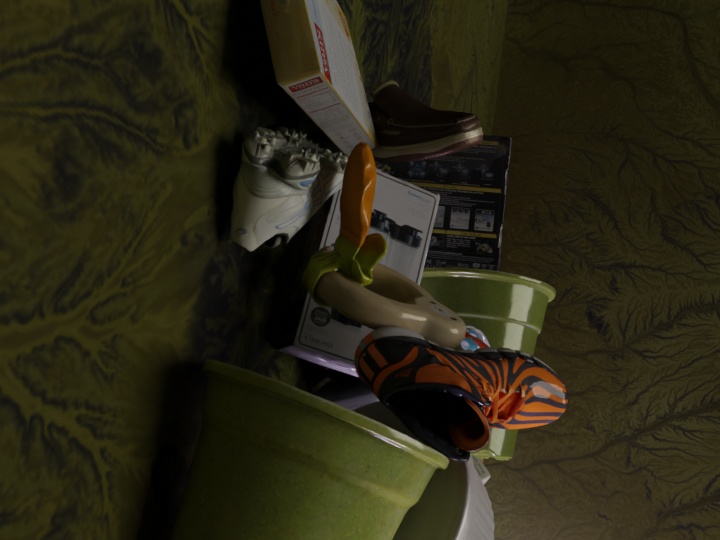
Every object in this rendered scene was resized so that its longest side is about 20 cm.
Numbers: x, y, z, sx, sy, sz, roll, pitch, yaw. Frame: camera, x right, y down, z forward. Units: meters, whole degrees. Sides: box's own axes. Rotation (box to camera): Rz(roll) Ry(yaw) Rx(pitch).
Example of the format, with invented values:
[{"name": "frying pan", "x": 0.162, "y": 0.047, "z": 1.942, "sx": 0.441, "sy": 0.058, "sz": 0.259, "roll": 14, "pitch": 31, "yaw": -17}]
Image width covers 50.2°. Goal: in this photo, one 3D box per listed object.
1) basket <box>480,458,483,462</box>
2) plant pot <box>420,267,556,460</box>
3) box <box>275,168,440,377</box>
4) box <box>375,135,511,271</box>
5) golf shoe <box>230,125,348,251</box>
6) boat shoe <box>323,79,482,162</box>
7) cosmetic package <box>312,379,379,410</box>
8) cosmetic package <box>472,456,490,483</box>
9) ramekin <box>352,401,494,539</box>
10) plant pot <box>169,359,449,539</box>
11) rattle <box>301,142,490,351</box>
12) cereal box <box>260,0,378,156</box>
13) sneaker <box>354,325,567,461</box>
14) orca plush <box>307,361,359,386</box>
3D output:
[{"name": "basket", "x": 0.056, "y": 0.286, "z": 1.005, "sx": 0.143, "sy": 0.199, "sz": 0.149, "roll": -68, "pitch": 161, "yaw": -54}, {"name": "plant pot", "x": 0.113, "y": 0.112, "z": 0.866, "sx": 0.200, "sy": 0.199, "sz": 0.191, "roll": 48, "pitch": 46, "yaw": -72}, {"name": "box", "x": 0.000, "y": 0.000, "z": 0.779, "sx": 0.060, "sy": 0.116, "sz": 0.201, "roll": -25, "pitch": -132, "yaw": 65}, {"name": "box", "x": 0.064, "y": -0.077, "z": 0.874, "sx": 0.049, "sy": 0.199, "sz": 0.162, "roll": -31, "pitch": 125, "yaw": -80}, {"name": "golf shoe", "x": -0.064, "y": -0.070, "z": 0.671, "sx": 0.097, "sy": 0.078, "sz": 0.200, "roll": -65, "pitch": 169, "yaw": 16}, {"name": "boat shoe", "x": 0.030, "y": -0.150, "z": 0.763, "sx": 0.075, "sy": 0.202, "sz": 0.075, "roll": -26, "pitch": 112, "yaw": -41}, {"name": "cosmetic package", "x": 0.002, "y": 0.164, "z": 0.911, "sx": 0.200, "sy": 0.101, "sz": 0.074, "roll": -12, "pitch": 89, "yaw": -77}, {"name": "cosmetic package", "x": 0.042, "y": 0.256, "z": 0.903, "sx": 0.200, "sy": 0.105, "sz": 0.071, "roll": -22, "pitch": 153, "yaw": -32}, {"name": "ramekin", "x": 0.024, "y": 0.224, "z": 0.674, "sx": 0.094, "sy": 0.202, "sz": 0.203, "roll": 49, "pitch": 43, "yaw": -37}, {"name": "plant pot", "x": -0.059, "y": 0.190, "z": 0.567, "sx": 0.200, "sy": 0.200, "sz": 0.185, "roll": 60, "pitch": 50, "yaw": -68}, {"name": "rattle", "x": 0.060, "y": -0.002, "z": 0.679, "sx": 0.130, "sy": 0.199, "sz": 0.143, "roll": 46, "pitch": 67, "yaw": -87}, {"name": "cereal box", "x": -0.037, "y": -0.193, "z": 0.657, "sx": 0.200, "sy": 0.039, "sz": 0.144, "roll": 29, "pitch": 47, "yaw": -74}, {"name": "sneaker", "x": 0.095, "y": 0.110, "z": 0.612, "sx": 0.112, "sy": 0.199, "sz": 0.078, "roll": -126, "pitch": -129, "yaw": -64}, {"name": "orca plush", "x": -0.038, "y": 0.098, "z": 0.885, "sx": 0.105, "sy": 0.071, "sz": 0.200, "roll": 52, "pitch": 3, "yaw": 6}]
